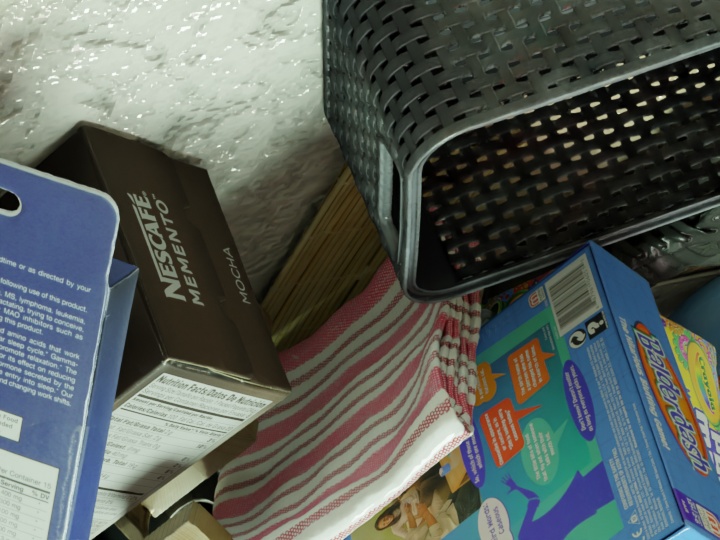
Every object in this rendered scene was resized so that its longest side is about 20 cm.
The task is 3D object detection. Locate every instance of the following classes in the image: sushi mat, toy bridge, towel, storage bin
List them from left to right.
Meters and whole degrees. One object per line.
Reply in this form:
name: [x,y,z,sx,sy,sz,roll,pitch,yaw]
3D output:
toy bridge: [-0.076,0.078,1.059,0.067,0.200,0.027,-39,110,20]
towel: [-0.012,0.058,1.038,0.146,0.200,0.030,-41,106,19]
sushi mat: [0.000,0.000,1.145,0.095,0.012,0.200,-6,148,-30]
storage bin: [0.093,-0.082,0.977,0.199,0.094,0.135,-20,154,-10]

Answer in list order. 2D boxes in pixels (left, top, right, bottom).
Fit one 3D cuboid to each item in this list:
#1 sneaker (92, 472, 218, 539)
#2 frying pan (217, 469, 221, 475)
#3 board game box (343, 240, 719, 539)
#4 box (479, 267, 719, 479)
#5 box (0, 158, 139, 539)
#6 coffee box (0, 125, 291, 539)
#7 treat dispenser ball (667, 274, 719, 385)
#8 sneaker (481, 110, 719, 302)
sneaker: [-0.083,0.150,1.175,0.074,0.106,0.201,-27,132,-9]
frying pan: [-0.061,0.094,1.260,0.114,0.031,0.190,-21,157,-8]
board game box: [0.049,0.105,1.001,0.200,0.153,0.045,-38,131,24]
box: [0.063,0.136,1.107,0.192,0.201,0.122,-26,145,33]
box: [-0.151,0.045,0.924,0.032,0.120,0.201,-43,148,-63]
coffee box: [-0.137,0.049,1.006,0.200,0.113,0.080,-38,149,25]
treat dispenser ball: [0.238,0.090,1.303,0.200,0.202,0.201,-19,154,-10]
sneaker: [0.149,-0.034,1.159,0.199,0.060,0.104,-23,156,-15]
